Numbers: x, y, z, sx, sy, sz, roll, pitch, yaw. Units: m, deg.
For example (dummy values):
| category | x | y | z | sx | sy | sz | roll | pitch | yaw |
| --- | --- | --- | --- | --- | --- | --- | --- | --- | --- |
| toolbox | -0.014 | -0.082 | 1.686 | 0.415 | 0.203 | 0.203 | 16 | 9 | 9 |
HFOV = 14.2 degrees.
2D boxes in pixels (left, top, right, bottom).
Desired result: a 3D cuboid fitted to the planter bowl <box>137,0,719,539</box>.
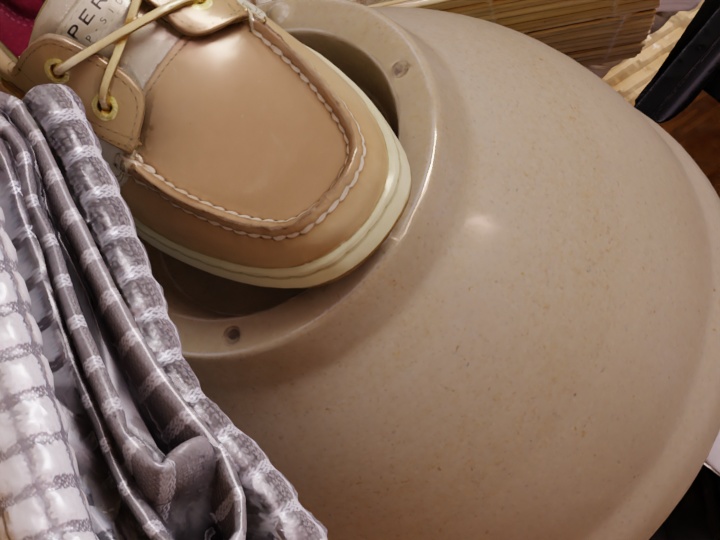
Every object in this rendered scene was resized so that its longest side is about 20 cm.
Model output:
| category | x | y | z | sx | sy | sz | roll | pitch | yaw |
| --- | --- | --- | --- | --- | --- | --- | --- | --- | --- |
| planter bowl | 0.000 | 0.000 | 0.876 | 0.135 | 0.200 | 0.201 | 44 | 35 | -51 |

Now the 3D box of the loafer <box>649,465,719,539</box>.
| category | x | y | z | sx | sy | sz | roll | pitch | yaw |
| --- | --- | --- | --- | --- | --- | --- | --- | --- | --- |
| loafer | 0.094 | 0.076 | 0.993 | 0.068 | 0.070 | 0.201 | 44 | 24 | -58 |

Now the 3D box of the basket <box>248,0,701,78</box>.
| category | x | y | z | sx | sy | sz | roll | pitch | yaw |
| --- | --- | --- | --- | --- | --- | --- | --- | --- | --- |
| basket | 0.024 | -0.158 | 1.065 | 0.135 | 0.123 | 0.200 | -1 | 62 | -29 |

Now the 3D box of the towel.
| category | x | y | z | sx | sy | sz | roll | pitch | yaw |
| --- | --- | --- | --- | --- | --- | --- | --- | --- | --- |
| towel | -0.096 | 0.060 | 0.812 | 0.085 | 0.200 | 0.166 | -12 | 66 | -28 |

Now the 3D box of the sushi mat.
| category | x | y | z | sx | sy | sz | roll | pitch | yaw |
| --- | --- | --- | --- | --- | --- | --- | --- | --- | --- |
| sushi mat | 0.003 | -0.071 | 0.969 | 0.200 | 0.096 | 0.012 | -12 | 73 | -5 |

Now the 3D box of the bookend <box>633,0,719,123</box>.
| category | x | y | z | sx | sy | sz | roll | pitch | yaw |
| --- | --- | --- | --- | --- | --- | --- | --- | --- | --- |
| bookend | 0.231 | -0.069 | 1.103 | 0.200 | 0.092 | 0.199 | 38 | 34 | -1 |

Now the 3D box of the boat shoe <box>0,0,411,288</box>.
| category | x | y | z | sx | sy | sz | roll | pitch | yaw |
| --- | --- | --- | --- | --- | --- | --- | --- | --- | --- |
| boat shoe | -0.069 | -0.063 | 0.820 | 0.200 | 0.066 | 0.074 | 34 | 82 | 35 |

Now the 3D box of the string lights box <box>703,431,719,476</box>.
| category | x | y | z | sx | sy | sz | roll | pitch | yaw |
| --- | --- | --- | --- | --- | --- | --- | --- | --- | --- |
| string lights box | 0.172 | 0.045 | 0.992 | 0.103 | 0.059 | 0.200 | 40 | 17 | 0 |
